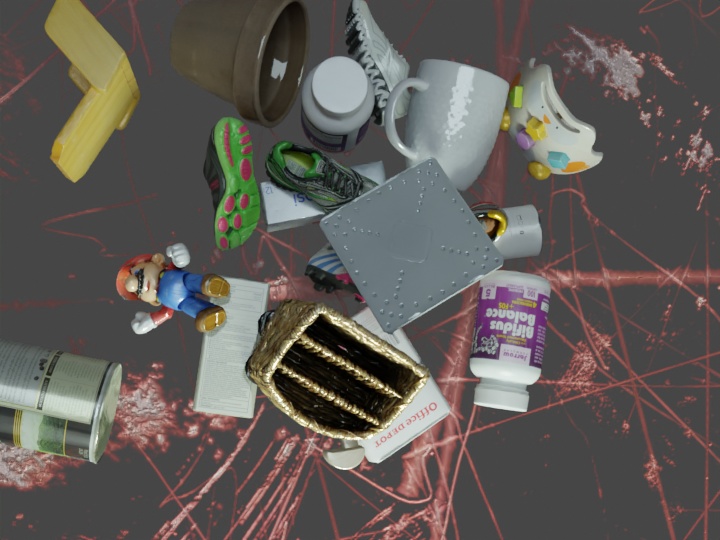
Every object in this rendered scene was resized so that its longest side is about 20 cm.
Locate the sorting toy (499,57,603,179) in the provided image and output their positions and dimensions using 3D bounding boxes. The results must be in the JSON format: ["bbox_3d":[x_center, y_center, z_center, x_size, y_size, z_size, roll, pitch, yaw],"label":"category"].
[{"bbox_3d":[0.298,-0.239,1.595,0.106,0.180,0.201,-35,87,-9],"label":"sorting toy"}]

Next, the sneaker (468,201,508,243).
[{"bbox_3d":[0.130,-0.040,1.521,0.199,0.082,0.078,-34,99,-2],"label":"sneaker"}]

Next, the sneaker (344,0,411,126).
[{"bbox_3d":[0.031,-0.335,1.640,0.080,0.075,0.203,-19,93,-16],"label":"sneaker"}]

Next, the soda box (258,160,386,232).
[{"bbox_3d":[-0.056,-0.114,1.599,0.197,0.063,0.069,-12,82,-8],"label":"soda box"}]

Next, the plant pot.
[{"bbox_3d":[-0.191,-0.333,1.567,0.172,0.200,0.203,15,81,14],"label":"plant pot"}]

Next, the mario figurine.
[{"bbox_3d":[-0.291,0.030,1.503,0.198,0.106,0.125,13,63,36],"label":"mario figurine"}]

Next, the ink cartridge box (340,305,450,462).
[{"bbox_3d":[0.022,0.168,1.561,0.145,0.083,0.202,-32,86,-9],"label":"ink cartridge box"}]

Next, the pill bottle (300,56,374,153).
[{"bbox_3d":[-0.035,-0.251,1.549,0.109,0.200,0.114,0,84,-4],"label":"pill bottle"}]

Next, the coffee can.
[{"bbox_3d":[-0.457,0.184,1.475,0.197,0.146,0.149,12,81,-4],"label":"coffee can"}]

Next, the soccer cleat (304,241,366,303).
[{"bbox_3d":[0.000,0.000,1.542,0.087,0.198,0.070,-52,135,-21],"label":"soccer cleat"}]

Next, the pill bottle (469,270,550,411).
[{"bbox_3d":[0.226,0.109,1.576,0.110,0.112,0.204,9,81,-5],"label":"pill bottle"}]

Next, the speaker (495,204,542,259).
[{"bbox_3d":[0.179,-0.051,1.608,0.196,0.081,0.083,-8,83,-7],"label":"speaker"}]

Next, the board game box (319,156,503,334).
[{"bbox_3d":[0.072,-0.036,1.472,0.198,0.026,0.201,-30,68,-7],"label":"board game box"}]

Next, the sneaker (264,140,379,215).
[{"bbox_3d":[-0.050,-0.129,1.527,0.197,0.085,0.079,21,79,-3],"label":"sneaker"}]

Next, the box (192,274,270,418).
[{"bbox_3d":[-0.192,0.115,1.547,0.093,0.078,0.204,9,82,-5],"label":"box"}]

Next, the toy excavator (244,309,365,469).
[{"bbox_3d":[-0.068,0.167,1.474,0.197,0.100,0.198,18,82,-11],"label":"toy excavator"}]

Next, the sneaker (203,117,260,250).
[{"bbox_3d":[-0.200,-0.133,1.587,0.076,0.083,0.204,-2,99,-26],"label":"sneaker"}]

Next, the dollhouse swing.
[{"bbox_3d":[-0.428,-0.265,1.511,0.176,0.200,0.182,-43,89,-9],"label":"dollhouse swing"}]

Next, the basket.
[{"bbox_3d":[-0.037,0.144,1.367,0.199,0.148,0.144,34,77,-23],"label":"basket"}]

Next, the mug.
[{"bbox_3d":[0.119,-0.223,1.579,0.198,0.147,0.178,15,90,-34],"label":"mug"}]
